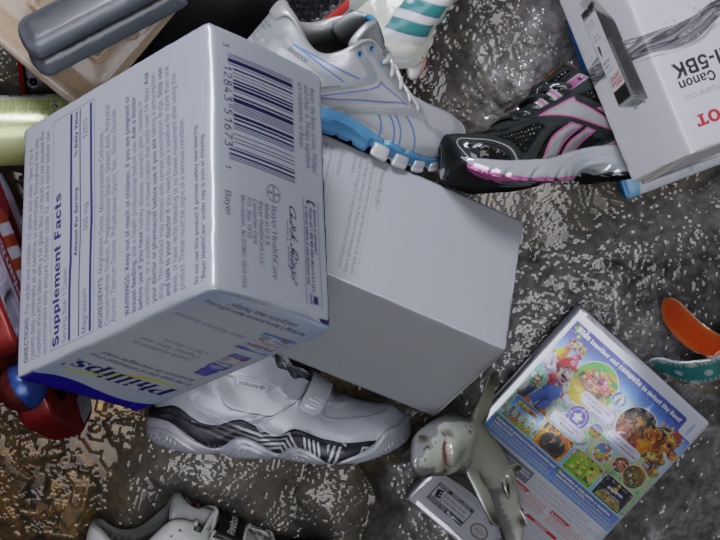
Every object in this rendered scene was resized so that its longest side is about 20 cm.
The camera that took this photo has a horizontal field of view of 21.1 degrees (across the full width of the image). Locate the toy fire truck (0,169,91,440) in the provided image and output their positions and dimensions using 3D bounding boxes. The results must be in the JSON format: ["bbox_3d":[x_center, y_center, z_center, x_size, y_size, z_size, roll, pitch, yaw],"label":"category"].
[{"bbox_3d":[-0.241,0.027,1.350,0.112,0.168,0.201,-16,102,6],"label":"toy fire truck"}]

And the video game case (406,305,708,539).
[{"bbox_3d":[0.153,0.146,1.505,0.143,0.018,0.200,41,96,-12],"label":"video game case"}]

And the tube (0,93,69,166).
[{"bbox_3d":[-0.169,-0.103,1.383,0.199,0.052,0.058,-4,70,-5],"label":"tube"}]

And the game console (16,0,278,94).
[{"bbox_3d":[-0.156,-0.210,1.403,0.199,0.031,0.178,-8,107,-6],"label":"game console"}]

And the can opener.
[{"bbox_3d":[-0.144,-0.202,1.322,0.199,0.053,0.067,-33,68,-7],"label":"can opener"}]

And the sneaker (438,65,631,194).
[{"bbox_3d":[0.137,-0.104,1.408,0.199,0.080,0.087,-7,88,-37],"label":"sneaker"}]

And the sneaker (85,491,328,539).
[{"bbox_3d":[-0.111,0.210,1.456,0.199,0.074,0.089,-6,103,-7],"label":"sneaker"}]

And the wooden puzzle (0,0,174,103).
[{"bbox_3d":[-0.198,-0.243,1.349,0.185,0.046,0.200,40,88,-13],"label":"wooden puzzle"}]

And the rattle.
[{"bbox_3d":[0.324,0.101,1.468,0.199,0.143,0.130,32,119,-20],"label":"rattle"}]

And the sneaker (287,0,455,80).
[{"bbox_3d":[0.036,-0.196,1.418,0.199,0.070,0.094,-34,124,-5],"label":"sneaker"}]

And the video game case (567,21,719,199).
[{"bbox_3d":[0.271,-0.156,1.474,0.199,0.018,0.144,-21,103,-4],"label":"video game case"}]

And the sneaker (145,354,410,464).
[{"bbox_3d":[-0.058,0.079,1.439,0.199,0.075,0.116,3,102,-5],"label":"sneaker"}]

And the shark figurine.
[{"bbox_3d":[0.076,0.164,1.466,0.089,0.129,0.215,-5,135,27],"label":"shark figurine"}]

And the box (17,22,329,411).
[{"bbox_3d":[-0.124,-0.029,1.264,0.105,0.199,0.185,20,58,-42],"label":"box"}]

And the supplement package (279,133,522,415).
[{"bbox_3d":[0.000,0.000,1.384,0.199,0.117,0.117,23,52,-15],"label":"supplement package"}]

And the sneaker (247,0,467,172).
[{"bbox_3d":[0.005,-0.133,1.357,0.199,0.075,0.087,17,115,-36],"label":"sneaker"}]

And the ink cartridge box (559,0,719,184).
[{"bbox_3d":[0.233,-0.182,1.385,0.146,0.083,0.201,-21,87,-26],"label":"ink cartridge box"}]
